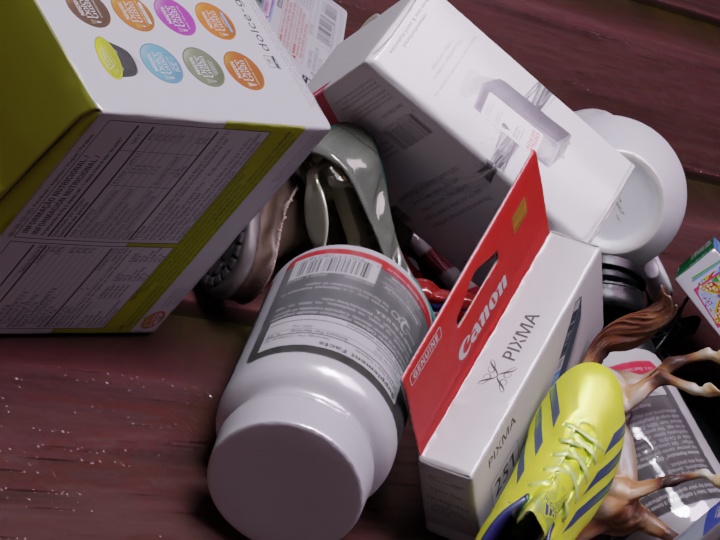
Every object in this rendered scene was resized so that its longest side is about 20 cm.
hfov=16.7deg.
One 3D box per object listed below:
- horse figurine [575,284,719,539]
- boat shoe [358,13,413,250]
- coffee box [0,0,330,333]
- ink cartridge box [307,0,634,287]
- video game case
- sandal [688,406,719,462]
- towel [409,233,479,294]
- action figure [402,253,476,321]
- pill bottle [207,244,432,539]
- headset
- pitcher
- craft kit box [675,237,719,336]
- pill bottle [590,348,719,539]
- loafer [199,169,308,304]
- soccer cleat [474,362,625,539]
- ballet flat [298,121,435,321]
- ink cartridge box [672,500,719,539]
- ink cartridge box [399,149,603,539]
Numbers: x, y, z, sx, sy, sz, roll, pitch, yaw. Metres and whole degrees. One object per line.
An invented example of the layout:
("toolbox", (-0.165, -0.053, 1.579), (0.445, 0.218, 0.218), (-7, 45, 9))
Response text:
("horse figurine", (0.179, 0.114, 1.631), (0.050, 0.132, 0.200), (38, 50, -63))
("boat shoe", (0.015, -0.102, 1.817), (0.059, 0.072, 0.200), (21, 50, -21))
("coffee box", (-0.181, -0.099, 1.475), (0.198, 0.200, 0.200), (0, 51, -49))
("ink cartridge box", (0.068, -0.087, 1.701), (0.200, 0.146, 0.085), (41, 63, -12))
("video game case", (-0.093, -0.189, 1.826), (0.182, 0.024, 0.200), (34, 32, -18))
("sandal", (0.311, 0.146, 1.908), (0.200, 0.048, 0.075), (22, 37, -34))
("towel", (0.081, -0.025, 1.876), (0.200, 0.023, 0.144), (49, 33, 13))
("action figure", (0.090, 0.063, 1.720), (0.099, 0.065, 0.200), (-18, 64, -32))
("pill bottle", (-0.025, 0.079, 1.526), (0.114, 0.114, 0.200), (38, 31, -11))
("headset", (0.181, 0.050, 1.849), (0.200, 0.094, 0.124), (-6, 80, -42))
("pitcher", (0.206, -0.043, 1.938), (0.172, 0.121, 0.200), (58, 6, -5))
("craft kit box", (0.322, 0.066, 1.912), (0.198, 0.049, 0.200), (49, 8, 4))
("pill bottle", (0.201, 0.162, 1.696), (0.111, 0.111, 0.200), (9, 44, -44))
("loafer", (-0.061, -0.041, 1.671), (0.071, 0.073, 0.200), (33, 32, -17))
("soccer cleat", (0.119, 0.145, 1.556), (0.065, 0.084, 0.200), (26, 72, 7))
("ballet flat", (0.000, 0.000, 1.666), (0.064, 0.067, 0.200), (-23, 100, -40))
("ink cartridge box", (0.236, 0.223, 1.573), (0.119, 0.200, 0.042), (41, 32, -7))
("ink cartridge box", (0.096, 0.053, 1.582), (0.045, 0.176, 0.200), (19, 58, 21))
